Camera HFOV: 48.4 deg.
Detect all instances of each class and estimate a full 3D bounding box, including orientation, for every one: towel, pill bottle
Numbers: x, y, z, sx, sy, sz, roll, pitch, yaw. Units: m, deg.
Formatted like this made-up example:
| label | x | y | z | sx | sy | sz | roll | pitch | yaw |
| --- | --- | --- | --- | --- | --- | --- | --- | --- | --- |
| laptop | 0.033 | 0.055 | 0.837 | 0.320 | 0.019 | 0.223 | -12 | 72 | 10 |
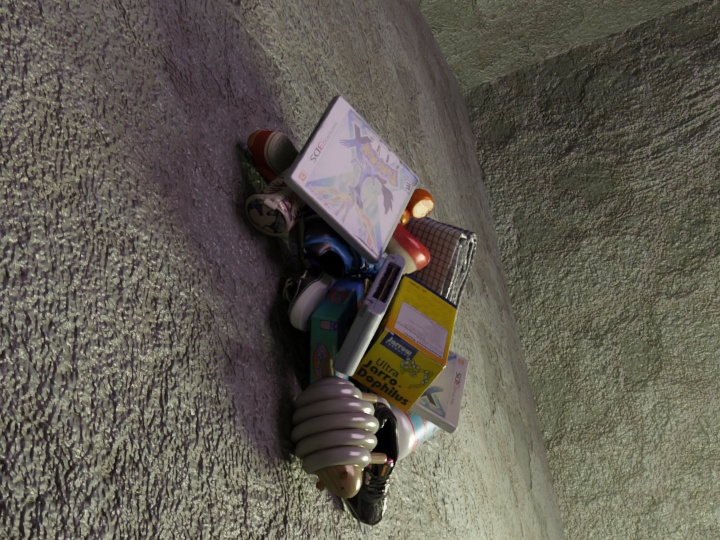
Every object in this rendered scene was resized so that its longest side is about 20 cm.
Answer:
| label | x | y | z | sx | sy | sz | roll | pitch | yaw |
| --- | --- | --- | --- | --- | --- | --- | --- | --- | --- |
| towel | 0.115 | 0.004 | 1.477 | 0.085 | 0.165 | 0.200 | -3 | 110 | -53 |
| pill bottle | 0.065 | 0.254 | 1.361 | 0.200 | 0.109 | 0.109 | -26 | 99 | -48 |

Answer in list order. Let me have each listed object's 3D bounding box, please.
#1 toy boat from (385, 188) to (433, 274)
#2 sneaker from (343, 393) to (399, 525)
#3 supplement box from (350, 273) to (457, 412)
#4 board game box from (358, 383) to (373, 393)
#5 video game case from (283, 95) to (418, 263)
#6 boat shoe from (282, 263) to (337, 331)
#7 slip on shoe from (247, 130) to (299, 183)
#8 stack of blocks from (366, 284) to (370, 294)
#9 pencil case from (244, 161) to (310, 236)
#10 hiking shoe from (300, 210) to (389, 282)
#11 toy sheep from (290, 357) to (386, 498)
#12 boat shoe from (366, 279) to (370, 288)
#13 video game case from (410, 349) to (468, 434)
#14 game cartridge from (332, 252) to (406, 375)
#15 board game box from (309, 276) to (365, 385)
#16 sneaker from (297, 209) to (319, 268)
| label | x | y | z | sx | sy | sz | roll | pitch | yaw |
| --- | --- | --- | --- | --- | --- | --- | --- | --- | --- |
| toy boat | 0.067 | -0.096 | 1.387 | 0.200 | 0.131 | 0.131 | 63 | -2 | 14 |
| sneaker | 0.018 | 0.294 | 1.209 | 0.086 | 0.080 | 0.201 | -156 | -116 | -69 |
| supplement box | 0.073 | 0.111 | 1.284 | 0.109 | 0.110 | 0.200 | 33 | 27 | -3 |
| board game box | 0.052 | 0.221 | 1.531 | 0.199 | 0.041 | 0.200 | 20 | 55 | -66 |
| video game case | -0.007 | -0.142 | 1.249 | 0.200 | 0.022 | 0.183 | 43 | 56 | -26 |
| boat shoe | -0.088 | 0.038 | 1.262 | 0.200 | 0.064 | 0.071 | -53 | 158 | -71 |
| slip on shoe | -0.131 | -0.169 | 1.325 | 0.074 | 0.061 | 0.200 | -63 | 157 | -15 |
| stack of blocks | 0.056 | 0.073 | 1.654 | 0.200 | 0.058 | 0.115 | 6 | 67 | -70 |
| pencil case | -0.096 | -0.132 | 1.252 | 0.200 | 0.078 | 0.090 | -48 | 168 | -40 |
| hiking shoe | -0.022 | -0.013 | 1.285 | 0.200 | 0.074 | 0.087 | 33 | 54 | -32 |
| toy sheep | -0.035 | 0.221 | 1.137 | 0.138 | 0.138 | 0.200 | 40 | 33 | -59 |
| boat shoe | -0.003 | -0.003 | 1.444 | 0.075 | 0.075 | 0.203 | 35 | 59 | -47 |
| video game case | 0.089 | 0.165 | 1.366 | 0.200 | 0.022 | 0.182 | 31 | 34 | -6 |
| game cartridge | 0.013 | 0.067 | 1.192 | 0.041 | 0.133 | 0.200 | 30 | 29 | 0 |
| board game box | -0.035 | 0.108 | 1.290 | 0.200 | 0.045 | 0.152 | -56 | 151 | -68 |
| sneaker | -0.051 | -0.062 | 1.396 | 0.070 | 0.099 | 0.201 | 34 | 42 | -59 |
